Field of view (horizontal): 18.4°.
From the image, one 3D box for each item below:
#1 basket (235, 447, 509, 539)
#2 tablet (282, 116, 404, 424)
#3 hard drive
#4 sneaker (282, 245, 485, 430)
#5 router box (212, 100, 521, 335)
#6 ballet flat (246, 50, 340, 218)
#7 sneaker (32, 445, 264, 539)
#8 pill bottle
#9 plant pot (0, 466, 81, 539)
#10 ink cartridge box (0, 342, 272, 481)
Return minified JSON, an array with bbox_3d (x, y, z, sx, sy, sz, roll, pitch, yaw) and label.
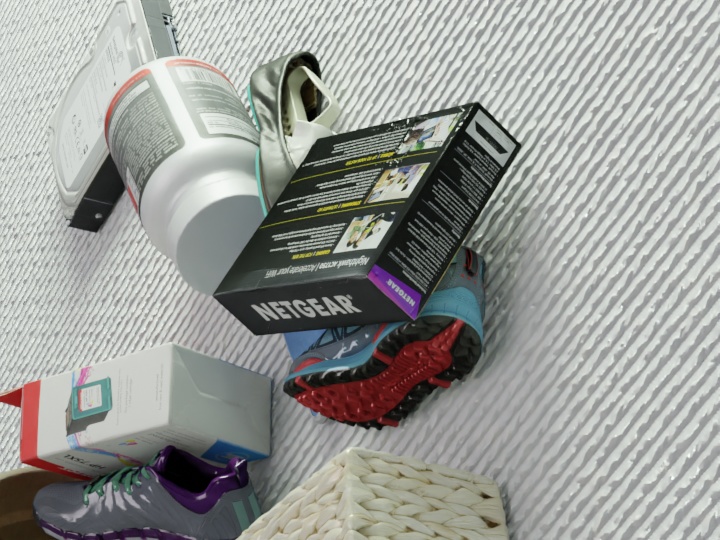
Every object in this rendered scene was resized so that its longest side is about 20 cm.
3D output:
[{"bbox_3d":[-0.004,0.212,1.411,0.200,0.135,0.124,-43,41,43],"label":"basket"},{"bbox_3d":[0.000,0.000,1.610,0.200,0.014,0.130,-57,35,29],"label":"tablet"},{"bbox_3d":[-0.226,-0.152,2.034,0.200,0.038,0.140,-54,37,33],"label":"hard drive"},{"bbox_3d":[0.024,0.043,1.512,0.200,0.079,0.096,-29,37,48],"label":"sneaker"},{"bbox_3d":[0.001,-0.032,1.498,0.200,0.051,0.149,-7,44,57],"label":"router box"},{"bbox_3d":[-0.045,-0.097,1.672,0.068,0.068,0.200,-34,43,22],"label":"ballet flat"},{"bbox_3d":[-0.161,0.161,1.668,0.200,0.074,0.088,3,120,23],"label":"sneaker"},{"bbox_3d":[-0.127,-0.074,1.752,0.116,0.116,0.200,-61,33,25],"label":"pill bottle"},{"bbox_3d":[-0.236,0.286,1.745,0.200,0.200,0.184,-123,42,-52],"label":"plant pot"},{"bbox_3d":[-0.179,0.118,1.710,0.200,0.116,0.067,-17,64,37],"label":"ink cartridge box"}]
